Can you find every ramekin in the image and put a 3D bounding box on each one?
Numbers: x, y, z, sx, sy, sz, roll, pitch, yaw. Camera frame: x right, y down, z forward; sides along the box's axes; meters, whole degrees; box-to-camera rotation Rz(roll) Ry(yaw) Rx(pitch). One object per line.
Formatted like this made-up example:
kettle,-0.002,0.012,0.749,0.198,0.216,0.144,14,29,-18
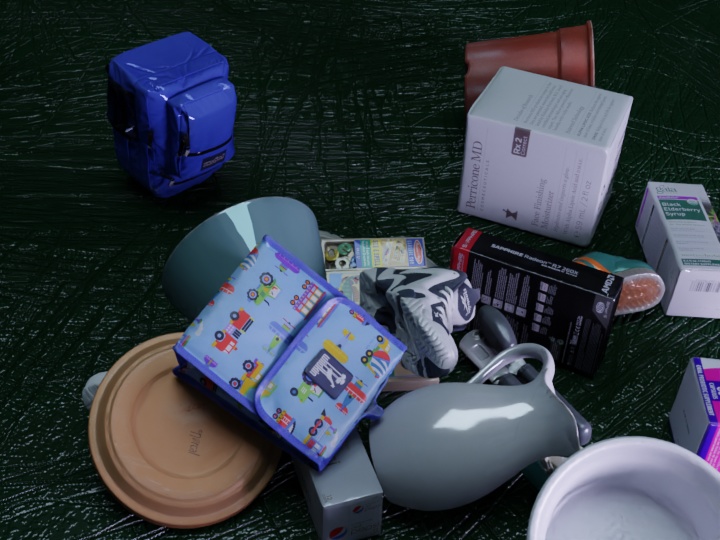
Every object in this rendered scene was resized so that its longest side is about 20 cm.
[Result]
ramekin,0.238,0.256,0.852,0.199,0.098,0.202,0,66,0

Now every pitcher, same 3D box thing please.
pitcher,0.113,0.153,0.985,0.199,0.122,0.172,-17,30,9

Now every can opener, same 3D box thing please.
can opener,0.182,0.124,1.097,0.052,0.067,0.200,-24,50,-19

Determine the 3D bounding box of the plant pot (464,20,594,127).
plant pot,0.263,-0.286,1.526,0.194,0.202,0.201,0,38,10

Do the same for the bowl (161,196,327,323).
bowl,-0.116,0.022,1.117,0.200,0.201,0.105,-19,58,-25

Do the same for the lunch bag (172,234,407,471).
lunch bag,-0.063,0.091,0.964,0.199,0.094,0.151,35,67,4

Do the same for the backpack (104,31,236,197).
backpack,-0.264,-0.201,1.367,0.162,0.201,0.168,-26,56,-34

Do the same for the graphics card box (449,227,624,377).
graphics card box,0.202,0.037,1.154,0.199,0.126,0.051,19,40,21

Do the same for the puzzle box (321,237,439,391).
puzzle box,0.021,0.050,1.157,0.132,0.025,0.201,-1,58,-5

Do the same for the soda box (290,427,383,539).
soda box,-0.038,0.182,1.003,0.063,0.069,0.200,-11,40,-15

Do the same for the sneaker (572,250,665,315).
sneaker,0.279,0.019,1.236,0.198,0.072,0.080,-3,26,-7

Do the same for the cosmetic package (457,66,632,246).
cosmetic package,0.261,-0.166,1.381,0.199,0.166,0.165,16,41,18

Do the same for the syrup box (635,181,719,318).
syrup box,0.432,-0.032,1.291,0.078,0.082,0.201,4,40,-1

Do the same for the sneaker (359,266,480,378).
sneaker,0.091,0.046,1.075,0.129,0.080,0.199,-11,20,-20

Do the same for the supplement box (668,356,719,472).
supplement box,0.444,0.170,1.023,0.198,0.104,0.102,6,37,1

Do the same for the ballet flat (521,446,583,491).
ballet flat,0.227,0.227,0.961,0.067,0.071,0.200,-19,44,-26

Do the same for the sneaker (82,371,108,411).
sneaker,-0.203,0.127,1.068,0.198,0.078,0.100,3,31,-15

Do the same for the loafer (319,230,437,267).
loafer,0.000,0.000,1.242,0.198,0.070,0.070,9,56,6

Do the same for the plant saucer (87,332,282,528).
plant saucer,-0.174,0.157,0.982,0.199,0.032,0.202,5,66,-12
